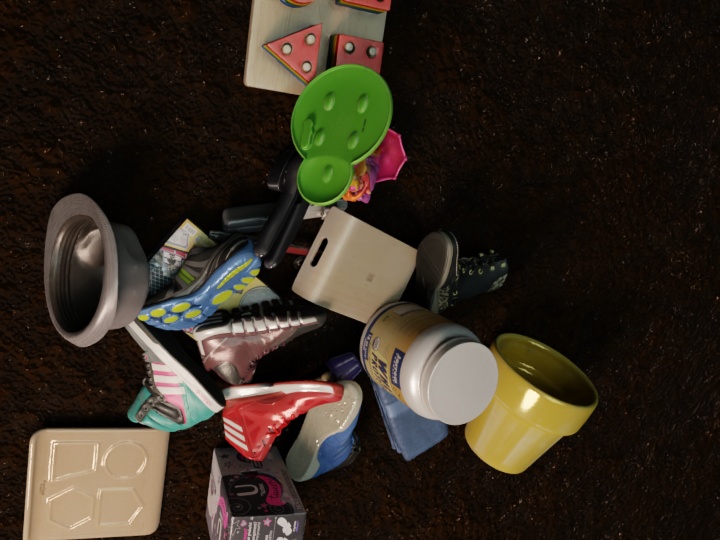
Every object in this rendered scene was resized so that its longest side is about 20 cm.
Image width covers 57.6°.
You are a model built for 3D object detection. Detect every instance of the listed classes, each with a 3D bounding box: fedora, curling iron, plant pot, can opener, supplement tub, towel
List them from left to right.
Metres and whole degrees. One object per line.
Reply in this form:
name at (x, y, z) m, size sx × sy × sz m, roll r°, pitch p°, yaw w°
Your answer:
fedora at (-0.351, 0.001, 0.892) m, size 0.090 × 0.176 × 0.202 m, roll 3°, pitch 77°, yaw -53°
curling iron at (-0.137, -0.029, 0.998) m, size 0.199 × 0.026 × 0.050 m, roll 17°, pitch 102°, yaw -34°
can opener at (-0.114, -0.095, 1.000) m, size 0.199 × 0.053 × 0.067 m, roll -13°, pitch 74°, yaw -18°
can opener at (-0.102, -0.091, 0.944) m, size 0.063 × 0.078 × 0.201 m, roll 40°, pitch 54°, yaw -41°
towel at (0.085, 0.224, 1.152) m, size 0.111 × 0.048 × 0.201 m, roll -24°, pitch 110°, yaw -17°
supplement tub at (0.100, 0.138, 0.998) m, size 0.143 × 0.200 × 0.146 m, roll -6°, pitch 104°, yaw -26°
plant pot at (0.284, 0.245, 1.163) m, size 0.200 × 0.201 × 0.190 m, roll 15°, pitch 115°, yaw -23°

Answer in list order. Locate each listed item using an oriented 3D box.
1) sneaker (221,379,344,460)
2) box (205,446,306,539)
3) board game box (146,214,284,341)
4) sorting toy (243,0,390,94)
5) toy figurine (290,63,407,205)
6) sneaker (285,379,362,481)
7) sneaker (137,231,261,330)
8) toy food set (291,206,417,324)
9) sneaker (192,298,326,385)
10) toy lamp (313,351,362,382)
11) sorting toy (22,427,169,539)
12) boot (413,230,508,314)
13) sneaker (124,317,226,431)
sneaker at (-0.118, 0.230, 1.007) m, size 0.199 × 0.078 × 0.116 m, roll -7°, pitch 77°, yaw 18°
box at (-0.170, 0.376, 1.017) m, size 0.114 × 0.200 × 0.133 m, roll 4°, pitch 103°, yaw -22°
board game box at (-0.232, 0.032, 0.992) m, size 0.136 × 0.035 × 0.200 m, roll -48°, pitch 115°, yaw -3°
sorting toy at (-0.053, -0.350, 0.935) m, size 0.197 × 0.070 × 0.201 m, roll 4°, pitch 103°, yaw -21°
toy figurine at (0.001, -0.162, 0.951) m, size 0.184 × 0.149 × 0.201 m, roll 31°, pitch 70°, yaw -64°
sneaker at (-0.035, 0.259, 1.079) m, size 0.111 × 0.077 × 0.201 m, roll 6°, pitch 118°, yaw -52°
sneaker at (-0.230, 0.016, 0.934) m, size 0.199 × 0.083 × 0.071 m, roll -34°, pitch 141°, yaw 7°
toy food set at (0.000, 0.000, 1.047) m, size 0.199 × 0.060 × 0.144 m, roll 24°, pitch 95°, yaw -41°
sneaker at (-0.148, 0.113, 0.994) m, size 0.198 × 0.076 × 0.116 m, roll -6°, pitch 112°, yaw -8°
toy lamp at (-0.088, 0.201, 1.079) m, size 0.199 × 0.058 × 0.058 m, roll -33°, pitch 113°, yaw -8°
sorting toy at (-0.405, 0.325, 1.012) m, size 0.199 × 0.036 × 0.186 m, roll 4°, pitch 103°, yaw -26°
boot at (0.170, -0.010, 1.074) m, size 0.153 × 0.074 × 0.204 m, roll -20°, pitch 146°, yaw -18°
sneaker at (-0.309, 0.163, 0.977) m, size 0.121 × 0.084 × 0.200 m, roll -39°, pitch 99°, yaw 1°
